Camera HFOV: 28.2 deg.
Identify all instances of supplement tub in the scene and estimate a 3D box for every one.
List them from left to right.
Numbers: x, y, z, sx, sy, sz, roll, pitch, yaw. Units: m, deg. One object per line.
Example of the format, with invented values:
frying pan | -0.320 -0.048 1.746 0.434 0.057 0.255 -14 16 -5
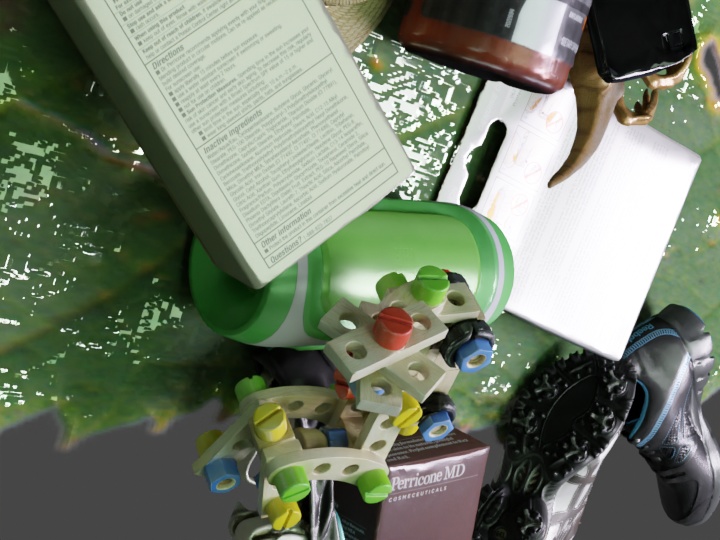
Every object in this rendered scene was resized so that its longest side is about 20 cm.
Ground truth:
supplement tub | 0.097 -0.211 0.830 0.106 0.106 0.202 10 99 -47

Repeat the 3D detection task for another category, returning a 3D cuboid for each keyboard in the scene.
keyboard | 0.169 -0.225 0.918 0.103 0.040 0.202 -14 97 -21

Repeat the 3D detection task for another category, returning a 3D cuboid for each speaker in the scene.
speaker | 0.000 0.000 0.832 0.199 0.088 0.089 1 106 -44

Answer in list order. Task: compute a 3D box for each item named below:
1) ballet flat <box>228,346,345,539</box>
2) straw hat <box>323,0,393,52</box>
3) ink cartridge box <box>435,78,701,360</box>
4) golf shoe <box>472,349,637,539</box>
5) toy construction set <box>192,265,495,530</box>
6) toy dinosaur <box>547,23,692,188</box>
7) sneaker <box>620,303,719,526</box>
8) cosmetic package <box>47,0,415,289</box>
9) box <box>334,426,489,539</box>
ballet flat | -0.046 0.133 0.863 0.068 0.068 0.202 -6 100 -33
straw hat | -0.008 -0.183 0.750 0.200 0.085 0.203 -20 120 -39
ink cartridge box | 0.131 -0.046 0.992 0.199 0.050 0.162 24 89 -29
golf shoe | 0.138 0.149 1.057 0.201 0.077 0.095 -54 153 -13
toy construction set | -0.003 0.060 0.747 0.130 0.093 0.200 -5 154 -26
toy dinosaur | 0.158 -0.125 0.943 0.105 0.060 0.202 15 69 -24
sneaker | 0.238 0.125 1.151 0.081 0.073 0.202 -22 117 -18
cosmetic package | -0.070 -0.104 0.678 0.103 0.073 0.201 -35 111 -14
box | 0.013 0.202 0.939 0.100 0.075 0.202 -5 108 -44
